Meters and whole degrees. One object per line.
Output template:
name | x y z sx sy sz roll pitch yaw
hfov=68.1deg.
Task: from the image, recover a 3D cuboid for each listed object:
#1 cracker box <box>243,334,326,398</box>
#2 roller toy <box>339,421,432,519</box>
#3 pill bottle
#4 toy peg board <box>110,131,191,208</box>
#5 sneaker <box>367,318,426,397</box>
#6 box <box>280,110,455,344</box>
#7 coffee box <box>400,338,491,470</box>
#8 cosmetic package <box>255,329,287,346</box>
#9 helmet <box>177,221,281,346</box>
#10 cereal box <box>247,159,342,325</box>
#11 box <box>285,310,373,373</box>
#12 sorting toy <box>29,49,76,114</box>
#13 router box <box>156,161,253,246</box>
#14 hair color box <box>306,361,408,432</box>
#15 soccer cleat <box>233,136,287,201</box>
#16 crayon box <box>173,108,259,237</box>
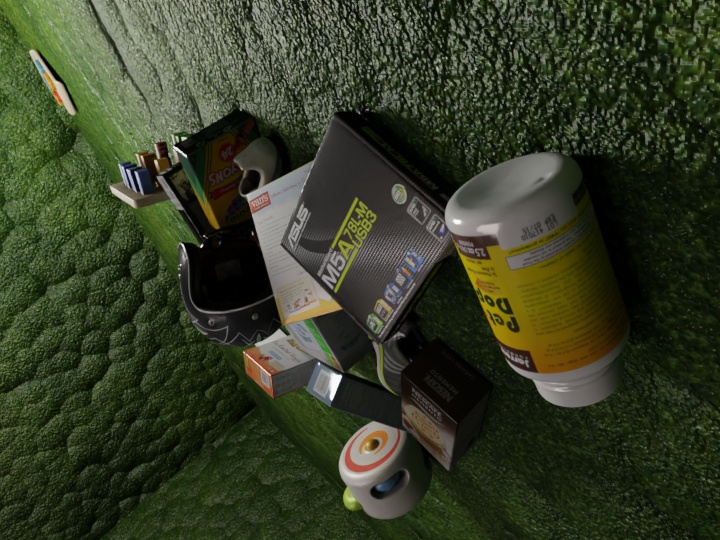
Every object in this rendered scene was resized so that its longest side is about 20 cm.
cracker box | -0.132 0.189 1.146 0.133 0.198 0.058 22 121 50
roller toy | 0.052 0.417 1.153 0.181 0.200 0.141 -13 115 41
pill bottle | 0.154 0.014 0.445 0.109 0.109 0.201 11 133 58
toy peg board | -0.412 -0.221 1.117 0.199 0.198 0.099 23 129 50
sneaker | 0.070 0.143 0.858 0.081 0.074 0.201 24 146 44
box | 0.008 -0.046 0.624 0.193 0.047 0.201 43 129 16
coffee box | 0.127 0.214 0.834 0.114 0.080 0.201 38 154 30
cosmetic package | -0.235 0.246 1.590 0.199 0.081 0.113 33 153 38
helmet | -0.202 0.029 0.883 0.192 0.198 0.200 69 158 4
cereal box | -0.077 -0.036 0.750 0.143 0.039 0.202 -17 87 35
box | -0.084 0.078 1.027 0.199 0.097 0.177 13 137 57
sorting toy | -1.200 -0.726 2.073 0.200 0.036 0.185 48 157 11
router box | -0.256 -0.125 0.989 0.051 0.149 0.201 14 136 55
hair color box | 0.008 0.241 1.009 0.199 0.061 0.099 28 172 -32
soccer cleat | -0.157 -0.127 0.875 0.070 0.086 0.201 38 154 30
crayon box | -0.215 -0.151 0.904 0.051 0.127 0.201 36 154 34
